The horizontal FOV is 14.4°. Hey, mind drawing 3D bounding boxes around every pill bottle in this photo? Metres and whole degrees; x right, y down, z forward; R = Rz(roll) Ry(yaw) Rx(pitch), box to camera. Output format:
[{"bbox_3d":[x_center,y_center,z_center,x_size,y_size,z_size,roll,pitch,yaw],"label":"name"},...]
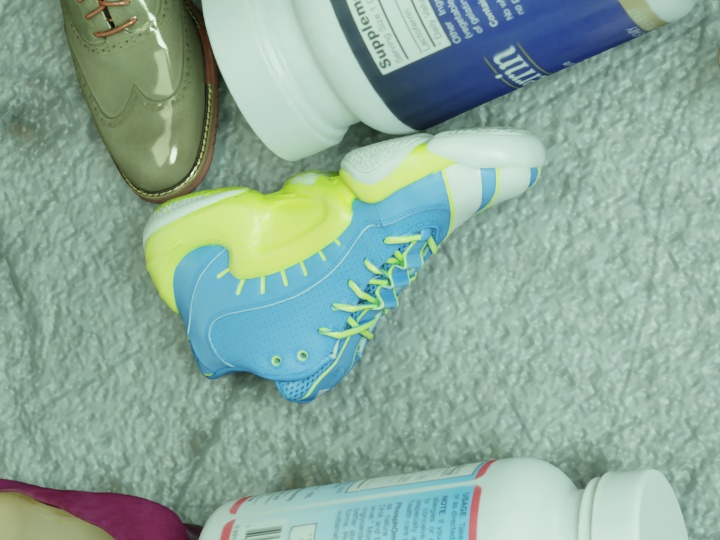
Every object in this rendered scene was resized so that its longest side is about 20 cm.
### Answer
[{"bbox_3d":[0.037,-0.128,1.250,0.199,0.116,0.116,-22,74,19],"label":"pill bottle"},{"bbox_3d":[0.036,0.139,1.213,0.199,0.109,0.109,-10,78,21],"label":"pill bottle"}]

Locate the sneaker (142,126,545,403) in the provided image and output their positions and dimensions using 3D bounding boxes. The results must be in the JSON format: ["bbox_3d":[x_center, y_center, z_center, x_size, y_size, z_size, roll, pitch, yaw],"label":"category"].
[{"bbox_3d":[0.000,0.000,1.278,0.199,0.076,0.106,-14,89,28],"label":"sneaker"}]

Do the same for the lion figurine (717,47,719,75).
[{"bbox_3d":[0.208,-0.130,1.203,0.122,0.072,0.201,-9,73,9],"label":"lion figurine"}]

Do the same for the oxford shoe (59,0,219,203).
[{"bbox_3d":[-0.120,-0.129,1.338,0.070,0.075,0.201,-21,74,19],"label":"oxford shoe"}]

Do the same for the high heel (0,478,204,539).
[{"bbox_3d":[-0.167,0.125,1.307,0.199,0.096,0.068,-6,80,22],"label":"high heel"}]
